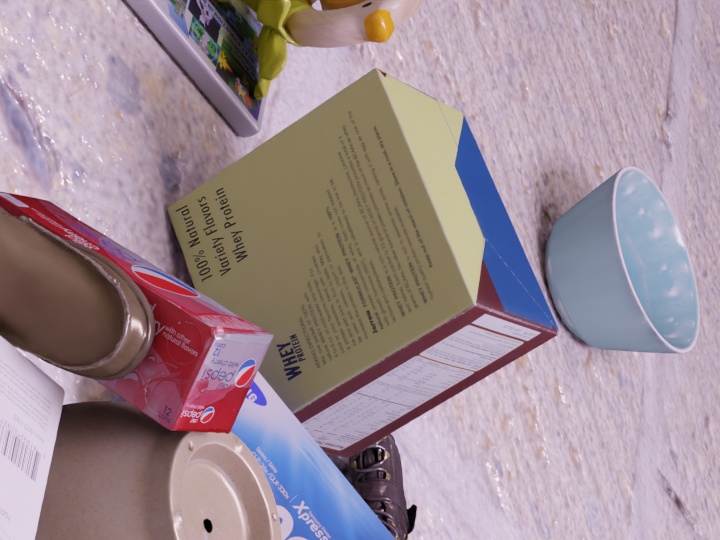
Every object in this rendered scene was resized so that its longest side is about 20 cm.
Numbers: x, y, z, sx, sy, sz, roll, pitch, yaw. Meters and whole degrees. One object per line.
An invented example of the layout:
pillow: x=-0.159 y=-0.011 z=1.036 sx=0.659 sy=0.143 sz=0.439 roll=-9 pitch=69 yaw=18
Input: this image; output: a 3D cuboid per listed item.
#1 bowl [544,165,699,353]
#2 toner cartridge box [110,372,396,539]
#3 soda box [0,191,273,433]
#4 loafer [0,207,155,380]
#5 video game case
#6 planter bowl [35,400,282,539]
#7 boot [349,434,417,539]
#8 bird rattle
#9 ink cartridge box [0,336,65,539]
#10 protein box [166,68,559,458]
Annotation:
bowl: x=0.261 y=0.002 z=2.142 sx=0.201 sy=0.105 sz=0.201 roll=40 pitch=41 yaw=-47
toner cartridge box: x=-0.074 y=0.139 z=1.406 sx=0.200 sy=0.043 sz=0.095 roll=50 pitch=48 yaw=-2
soda box: x=-0.154 y=0.025 z=1.266 sx=0.063 sy=0.200 sz=0.070 roll=12 pitch=105 yaw=-59
loafer: x=-0.212 y=0.001 z=1.209 sx=0.076 sy=0.200 sz=0.067 roll=-63 pitch=166 yaw=7
video game case: x=-0.128 y=-0.234 z=1.656 sx=0.200 sy=0.022 sz=0.183 roll=50 pitch=34 yaw=-37
planter bowl: x=-0.133 y=0.168 z=1.279 sx=0.200 sy=0.134 sz=0.201 roll=40 pitch=41 yaw=-47
boot: x=0.009 y=0.197 z=1.581 sx=0.200 sy=0.069 sz=0.175 roll=71 pitch=12 yaw=-66
bird rattle: x=-0.019 y=-0.220 z=1.670 sx=0.200 sy=0.163 sz=0.113 roll=-49 pitch=136 yaw=-49
ink cartridge box: x=-0.251 y=0.120 z=1.142 sx=0.145 sy=0.083 sz=0.200 roll=48 pitch=36 yaw=-39
protein box: x=0.000 y=0.000 z=1.513 sx=0.135 sy=0.200 sz=0.199 roll=20 pitch=43 yaw=-57
